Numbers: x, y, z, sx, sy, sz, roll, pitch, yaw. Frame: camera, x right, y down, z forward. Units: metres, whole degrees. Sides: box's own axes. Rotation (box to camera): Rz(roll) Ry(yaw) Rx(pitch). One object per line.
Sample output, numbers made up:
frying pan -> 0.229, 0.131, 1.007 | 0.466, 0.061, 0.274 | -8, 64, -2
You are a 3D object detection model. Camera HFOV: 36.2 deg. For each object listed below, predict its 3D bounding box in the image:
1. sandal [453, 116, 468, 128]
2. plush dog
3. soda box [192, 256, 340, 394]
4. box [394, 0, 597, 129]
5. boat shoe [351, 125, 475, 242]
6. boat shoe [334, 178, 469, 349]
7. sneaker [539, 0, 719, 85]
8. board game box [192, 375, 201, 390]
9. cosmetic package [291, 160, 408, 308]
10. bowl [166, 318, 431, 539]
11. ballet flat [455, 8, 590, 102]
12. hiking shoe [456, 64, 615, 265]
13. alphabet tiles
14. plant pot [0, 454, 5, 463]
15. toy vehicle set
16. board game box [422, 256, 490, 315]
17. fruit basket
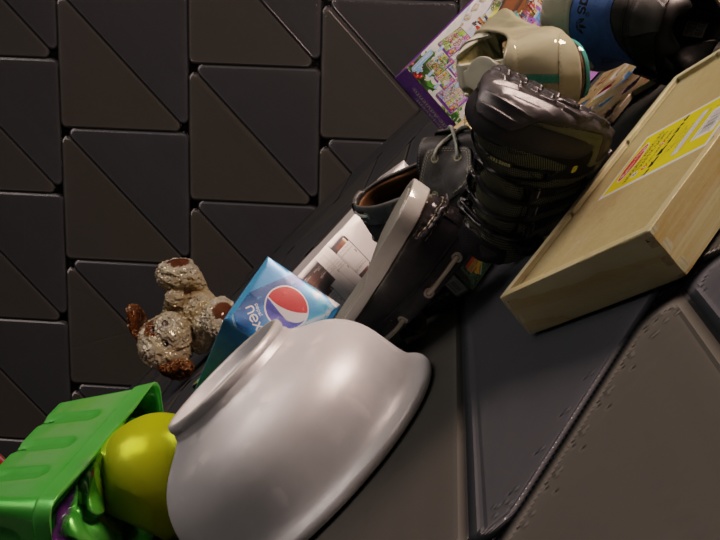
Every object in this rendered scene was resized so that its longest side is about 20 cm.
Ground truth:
sandal -> 0.126, -0.138, 0.975 | 0.211, 0.077, 0.070 | -43, -25, -20
plush dog -> -0.317, 0.104, 1.942 | 0.171, 0.200, 0.162 | -36, -29, -21
soda box -> -0.081, 0.071, 0.871 | 0.065, 0.067, 0.200 | -57, 0, -31
box -> 0.147, -0.203, 1.064 | 0.200, 0.137, 0.039 | -45, 8, -16
boat shoe -> 0.073, -0.076, 0.837 | 0.199, 0.068, 0.072 | -33, 13, 39
boat shoe -> 0.021, 0.024, 0.769 | 0.201, 0.060, 0.074 | -61, 3, 38
sneaker -> 0.211, -0.174, 0.803 | 0.199, 0.110, 0.078 | -1, -69, -65
board game box -> -0.079, 0.068, 1.117 | 0.166, 0.057, 0.200 | -49, 8, -22
cosmetic package -> 0.000, 0.000, 0.958 | 0.200, 0.083, 0.050 | -49, 11, -31
bowl -> -0.056, 0.096, 0.688 | 0.201, 0.090, 0.201 | -44, 6, 6
ballet flat -> 0.098, -0.142, 0.761 | 0.069, 0.070, 0.200 | -43, 13, 3
hiking shoe -> 0.096, -0.048, 0.640 | 0.102, 0.075, 0.200 | -61, -22, 4
alphabet tiles -> 0.230, -0.169, 0.920 | 0.200, 0.006, 0.166 | -48, 8, -26
plant pot -> -0.561, 0.371, 1.586 | 0.182, 0.202, 0.200 | -36, 3, -28
toy vehicle set -> 0.164, -0.057, 0.567 | 0.200, 0.027, 0.124 | -48, 8, -27
board game box -> 0.099, -0.042, 0.851 | 0.201, 0.023, 0.104 | -52, 12, -34
fruit basket -> -0.184, 0.182, 0.881 | 0.211, 0.158, 0.216 | -2, 22, 1
